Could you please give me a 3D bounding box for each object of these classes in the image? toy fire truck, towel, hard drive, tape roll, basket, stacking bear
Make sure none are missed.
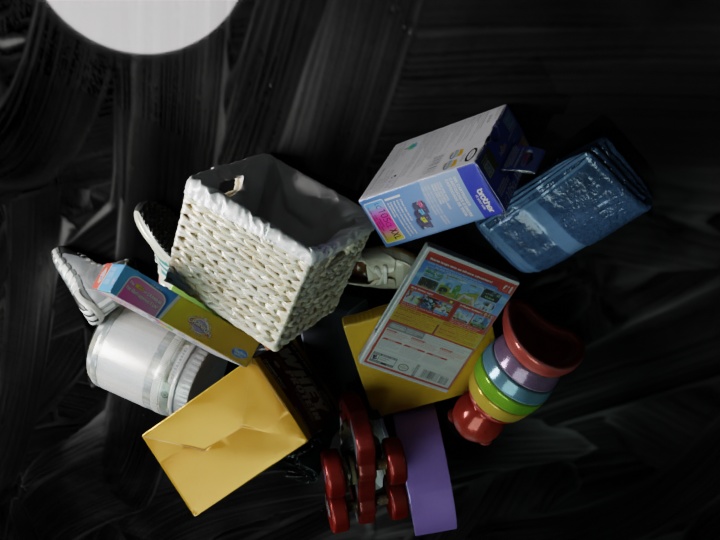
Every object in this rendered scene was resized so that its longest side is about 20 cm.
[{"bbox_3d":[-0.005,0.264,1.289,0.112,0.168,0.200,-10,131,-9],"label":"toy fire truck"},{"bbox_3d":[0.242,-0.069,1.088,0.112,0.049,0.200,44,134,-12],"label":"towel"},{"bbox_3d":[-0.027,0.128,1.344,0.135,0.042,0.200,11,123,40],"label":"hard drive"},{"bbox_3d":[0.095,0.293,1.359,0.065,0.200,0.200,-11,125,0],"label":"tape roll"},{"bbox_3d":[-0.119,-0.031,1.178,0.200,0.198,0.161,31,116,13],"label":"basket"},{"bbox_3d":[0.196,0.158,1.230,0.121,0.114,0.200,32,124,0],"label":"stacking bear"}]

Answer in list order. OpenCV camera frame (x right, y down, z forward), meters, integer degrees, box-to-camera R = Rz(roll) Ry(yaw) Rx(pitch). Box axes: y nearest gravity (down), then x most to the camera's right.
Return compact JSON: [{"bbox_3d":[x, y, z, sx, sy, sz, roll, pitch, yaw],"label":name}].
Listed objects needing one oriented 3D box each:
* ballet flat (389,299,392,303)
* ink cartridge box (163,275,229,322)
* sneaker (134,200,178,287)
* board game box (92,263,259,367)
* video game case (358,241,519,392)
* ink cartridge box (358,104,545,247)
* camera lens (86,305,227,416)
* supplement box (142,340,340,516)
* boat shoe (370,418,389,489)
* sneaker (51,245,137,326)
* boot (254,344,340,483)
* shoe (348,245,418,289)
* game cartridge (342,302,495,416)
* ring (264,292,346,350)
[{"bbox_3d":[0.064,0.115,1.334,0.071,0.069,0.200,9,133,-1],"label":"ballet flat"},{"bbox_3d":[-0.199,0.039,1.274,0.148,0.200,0.076,27,109,-3],"label":"ink cartridge box"},{"bbox_3d":[-0.301,-0.015,1.415,0.093,0.070,0.200,-24,115,34],"label":"sneaker"},{"bbox_3d":[-0.245,0.057,1.187,0.200,0.040,0.153,32,168,-22],"label":"board game box"},{"bbox_3d":[0.103,0.068,1.214,0.143,0.017,0.200,21,117,-18],"label":"video game case"},{"bbox_3d":[0.114,-0.115,1.058,0.200,0.137,0.076,-17,118,38],"label":"ink cartridge box"},{"bbox_3d":[-0.342,0.148,1.510,0.200,0.160,0.160,21,134,12],"label":"camera lens"},{"bbox_3d":[-0.161,0.215,1.285,0.197,0.200,0.133,-35,86,11],"label":"supplement box"},{"bbox_3d":[0.021,0.251,1.452,0.074,0.065,0.202,8,113,68],"label":"boat shoe"},{"bbox_3d":[-0.434,0.004,1.508,0.200,0.115,0.075,46,162,40],"label":"sneaker"},{"bbox_3d":[-0.121,0.230,1.451,0.200,0.168,0.076,37,135,-3],"label":"boot"},{"bbox_3d":[0.000,0.000,1.274,0.200,0.053,0.070,9,130,22],"label":"shoe"},{"bbox_3d":[0.091,0.111,1.268,0.200,0.032,0.177,-15,122,4],"label":"game cartridge"},{"bbox_3d":[-0.080,0.083,1.400,0.200,0.019,0.201,12,123,19],"label":"ring"}]
